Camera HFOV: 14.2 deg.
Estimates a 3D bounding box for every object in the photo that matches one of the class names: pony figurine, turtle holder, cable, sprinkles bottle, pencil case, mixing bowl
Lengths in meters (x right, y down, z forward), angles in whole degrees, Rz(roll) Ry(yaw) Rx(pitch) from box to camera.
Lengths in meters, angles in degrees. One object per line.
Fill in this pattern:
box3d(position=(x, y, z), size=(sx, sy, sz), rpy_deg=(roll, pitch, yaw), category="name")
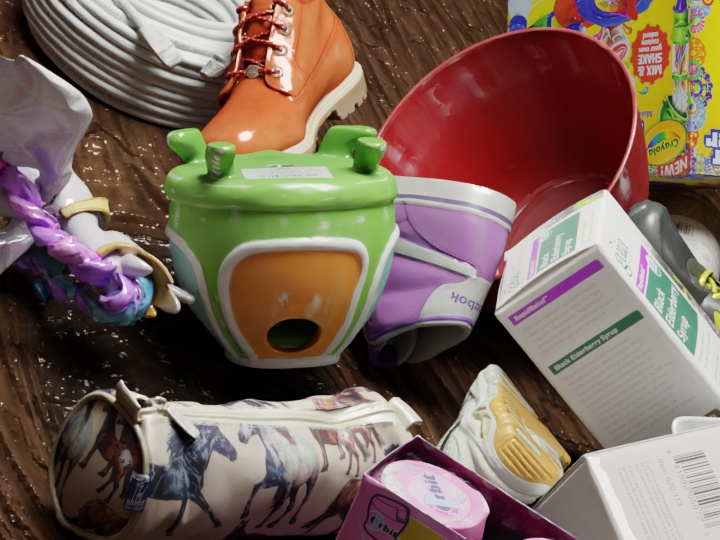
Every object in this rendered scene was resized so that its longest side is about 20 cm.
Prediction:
box3d(position=(-0.199, -0.050, 1.643), size=(0.193, 0.167, 0.200), rpy_deg=(23, 17, -38), category="pony figurine")
box3d(position=(-0.056, -0.016, 1.702), size=(0.140, 0.133, 0.185), rpy_deg=(-7, 10, -35), category="turtle holder")
box3d(position=(-0.133, -0.172, 1.996), size=(0.200, 0.069, 0.200), rpy_deg=(38, 29, 26), category="cable")
box3d(position=(0.207, 0.012, 1.942), size=(0.068, 0.068, 0.200), rpy_deg=(24, 26, -1), category="sprinkles bottle")
box3d(position=(-0.062, 0.101, 1.531), size=(0.199, 0.090, 0.078), rpy_deg=(1, 50, -40), category="pencil case")
box3d(position=(0.109, -0.044, 1.868), size=(0.108, 0.200, 0.200), rpy_deg=(49, 5, -43), category="mixing bowl")

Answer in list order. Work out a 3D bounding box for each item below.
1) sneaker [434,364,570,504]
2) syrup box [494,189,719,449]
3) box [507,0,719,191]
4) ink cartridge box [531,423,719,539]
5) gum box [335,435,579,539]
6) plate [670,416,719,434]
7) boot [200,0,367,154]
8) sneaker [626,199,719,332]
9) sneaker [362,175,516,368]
box3d(position=(0.064, 0.110, 1.643), size=(0.076, 0.088, 0.200), rpy_deg=(49, 7, 4), category="sneaker")
box3d(position=(0.170, 0.059, 1.718), size=(0.200, 0.081, 0.079), rpy_deg=(51, 21, -16), category="syrup box")
box3d(position=(0.209, -0.154, 2.023), size=(0.122, 0.194, 0.200), rpy_deg=(2, -3, -36), category="box")
box3d(position=(0.210, 0.161, 1.559), size=(0.199, 0.083, 0.147), rpy_deg=(-10, 65, -30), category="ink cartridge box")
box3d(position=(0.075, 0.189, 1.457), size=(0.199, 0.114, 0.066), rpy_deg=(32, 27, 15), category="gum box")
box3d(position=(0.275, 0.181, 1.653), size=(0.199, 0.032, 0.200), rpy_deg=(3, 59, -25), category="plate")
box3d(position=(-0.064, -0.126, 1.873), size=(0.075, 0.108, 0.200), rpy_deg=(-4, 25, 24), category="boot")
box3d(position=(0.230, 0.040, 1.795), size=(0.201, 0.084, 0.074), rpy_deg=(62, 26, -9), category="sneaker")
box3d(position=(0.000, 0.000, 1.789), size=(0.072, 0.115, 0.200), rpy_deg=(23, -12, -41), category="sneaker")
